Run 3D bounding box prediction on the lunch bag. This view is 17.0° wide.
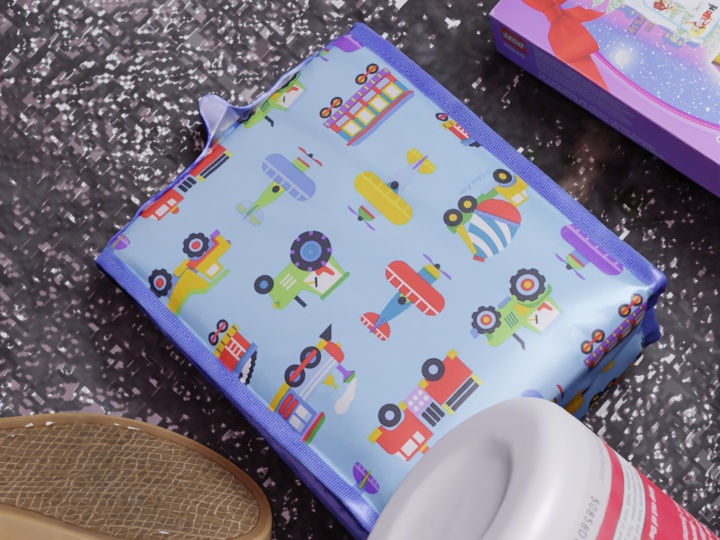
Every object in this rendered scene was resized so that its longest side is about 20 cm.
[{"bbox_3d":[0.000,0.000,0.970,0.150,0.094,0.200,-43,75,-8],"label":"lunch bag"}]

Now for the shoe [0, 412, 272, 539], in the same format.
[{"bbox_3d":[-0.135,0.096,0.957,0.198,0.054,0.070,8,46,-6],"label":"shoe"}]

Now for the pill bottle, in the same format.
[{"bbox_3d":[0.101,0.145,0.870,0.200,0.112,0.113,39,78,-19],"label":"pill bottle"}]

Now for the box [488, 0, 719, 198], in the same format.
[{"bbox_3d":[0.171,-0.097,0.980,0.199,0.039,0.137,36,79,20],"label":"box"}]
